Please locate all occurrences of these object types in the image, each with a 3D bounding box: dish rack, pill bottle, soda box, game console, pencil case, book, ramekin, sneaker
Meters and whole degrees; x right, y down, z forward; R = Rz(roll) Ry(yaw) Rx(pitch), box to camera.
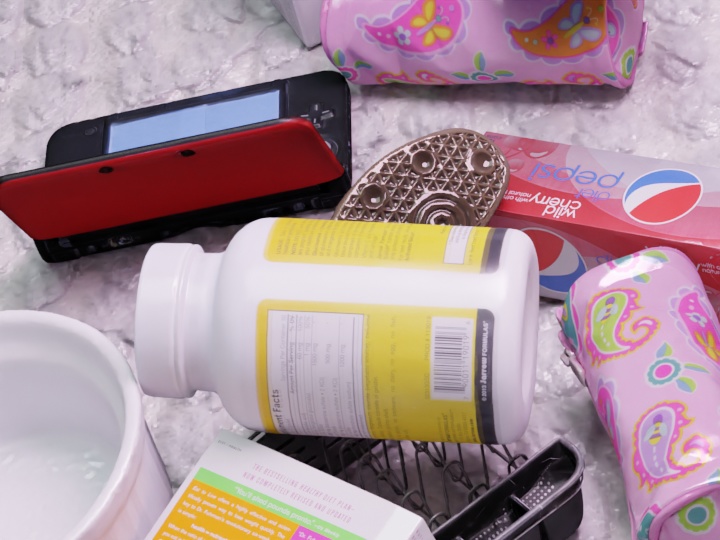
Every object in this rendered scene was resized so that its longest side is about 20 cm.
[{"bbox_3d":[0.011,0.116,1.600,0.153,0.055,0.200,-35,43,-19],"label":"dish rack"},{"bbox_3d":[-0.011,0.030,1.554,0.199,0.112,0.112,3,44,9],"label":"pill bottle"},{"bbox_3d":[0.149,-0.021,1.685,0.200,0.070,0.063,11,48,32],"label":"soda box"},{"bbox_3d":[-0.114,-0.084,1.817,0.199,0.119,0.173,-11,42,9],"label":"game console"},{"bbox_3d":[0.161,0.076,1.552,0.087,0.088,0.200,-18,40,1],"label":"pencil case"},{"bbox_3d":[-0.068,0.187,1.495,0.133,0.048,0.200,19,62,37],"label":"book"},{"bbox_3d":[-0.194,0.126,1.579,0.200,0.098,0.201,-12,45,12],"label":"ramekin"},{"bbox_3d":[0.075,-0.154,1.853,0.200,0.088,0.088,1,45,23],"label":"pencil case"},{"bbox_3d":[0.000,0.000,1.669,0.070,0.076,0.200,45,75,3],"label":"sneaker"}]

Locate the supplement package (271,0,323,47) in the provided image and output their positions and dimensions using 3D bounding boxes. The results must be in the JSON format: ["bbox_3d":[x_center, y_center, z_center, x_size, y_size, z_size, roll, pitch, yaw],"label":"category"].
[{"bbox_3d":[-0.035,-0.263,1.983,0.121,0.120,0.200,-27,41,-9],"label":"supplement package"}]
